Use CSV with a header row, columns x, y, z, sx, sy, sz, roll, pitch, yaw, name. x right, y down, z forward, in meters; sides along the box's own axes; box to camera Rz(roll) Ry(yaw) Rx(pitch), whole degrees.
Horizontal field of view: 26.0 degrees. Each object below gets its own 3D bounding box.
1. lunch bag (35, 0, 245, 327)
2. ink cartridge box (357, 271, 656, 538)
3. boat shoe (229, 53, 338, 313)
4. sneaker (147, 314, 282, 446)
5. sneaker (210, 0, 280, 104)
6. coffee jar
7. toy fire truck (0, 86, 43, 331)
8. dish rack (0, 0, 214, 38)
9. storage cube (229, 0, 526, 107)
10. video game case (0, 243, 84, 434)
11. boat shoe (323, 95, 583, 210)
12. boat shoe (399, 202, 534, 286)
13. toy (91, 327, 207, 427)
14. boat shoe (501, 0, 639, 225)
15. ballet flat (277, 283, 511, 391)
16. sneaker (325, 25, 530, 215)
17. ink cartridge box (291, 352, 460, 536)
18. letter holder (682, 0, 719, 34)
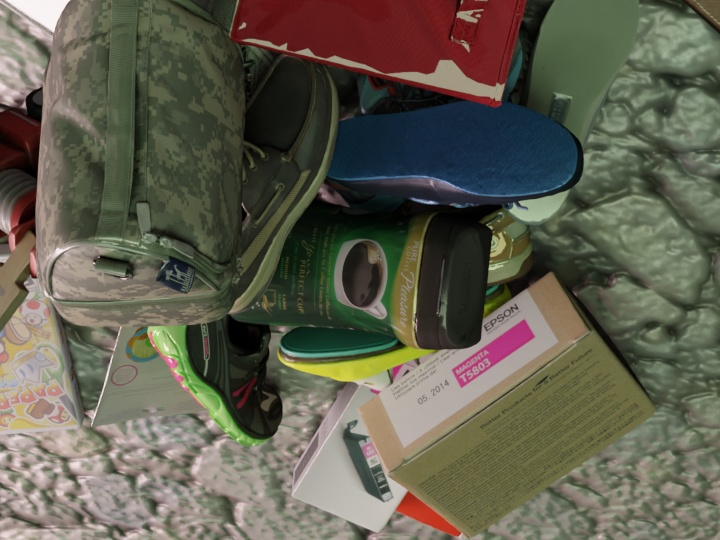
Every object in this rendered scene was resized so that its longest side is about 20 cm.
x,y,z,sx,sy,sz,roll,pitch,yaw,name
-0.144,-0.070,1.000,0.138,0.202,0.168,0,162,0,lunch bag
0.122,0.114,1.276,0.199,0.075,0.165,-35,140,8,ink cartridge box
-0.077,-0.064,1.118,0.074,0.073,0.202,25,97,33,boat shoe
-0.099,0.080,1.278,0.084,0.077,0.200,-37,149,-2,sneaker
-0.095,-0.130,1.175,0.077,0.082,0.202,6,121,-3,sneaker
0.000,0.000,1.178,0.198,0.085,0.106,9,95,21,coffee jar
-0.247,-0.029,1.145,0.199,0.175,0.130,-29,130,-33,toy fire truck
-0.197,-0.222,1.089,0.199,0.044,0.172,34,135,5,dish rack
0.020,-0.216,1.039,0.178,0.200,0.173,13,100,-4,storage cube
-0.350,0.065,1.333,0.198,0.023,0.184,-5,121,3,video game case
0.070,-0.085,1.121,0.198,0.069,0.085,10,82,28,boat shoe
0.037,-0.021,1.249,0.198,0.072,0.077,-14,122,2,boat shoe
-0.155,0.038,1.288,0.114,0.047,0.201,-5,135,-34,toy
0.149,-0.134,1.174,0.069,0.072,0.203,20,95,-5,boat shoe
0.033,0.060,1.260,0.198,0.067,0.068,-18,121,-11,ballet flat
0.042,-0.123,1.181,0.095,0.080,0.200,39,114,-18,sneaker
0.058,0.150,1.369,0.172,0.044,0.201,24,119,-12,ink cartridge box
0.335,-0.205,1.116,0.199,0.101,0.142,36,113,-20,letter holder
